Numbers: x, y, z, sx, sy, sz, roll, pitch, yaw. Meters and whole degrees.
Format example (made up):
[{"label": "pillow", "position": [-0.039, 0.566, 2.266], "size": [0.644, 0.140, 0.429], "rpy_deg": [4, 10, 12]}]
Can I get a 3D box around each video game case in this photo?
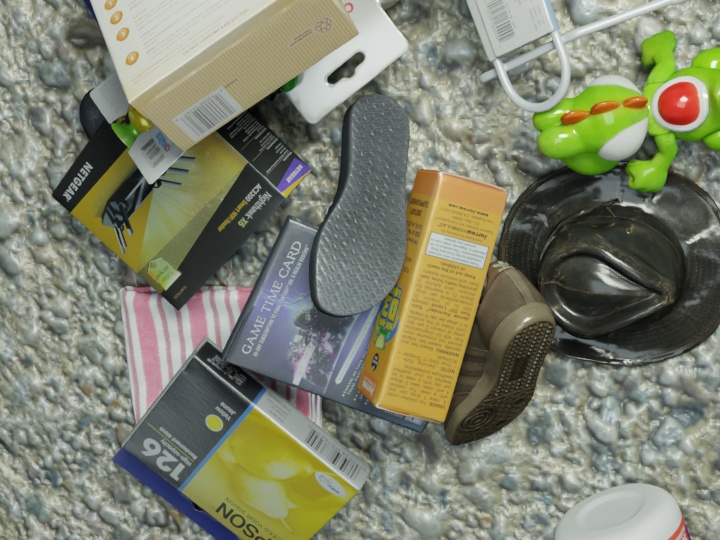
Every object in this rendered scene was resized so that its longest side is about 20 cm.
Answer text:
[{"label": "video game case", "position": [-0.002, 0.051, 1.020], "size": [0.199, 0.019, 0.143], "rpy_deg": [22, 109, -15]}]

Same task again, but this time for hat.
[{"label": "hat", "position": [0.207, 0.004, 0.957], "size": [0.200, 0.081, 0.202], "rpy_deg": [4, 107, 14]}]

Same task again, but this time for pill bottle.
[{"label": "pill bottle", "position": [0.253, 0.296, 1.018], "size": [0.112, 0.112, 0.201], "rpy_deg": [-20, 101, 21]}]

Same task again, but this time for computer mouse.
[{"label": "computer mouse", "position": [-0.186, -0.086, 1.068], "size": [0.200, 0.034, 0.059], "rpy_deg": [46, 112, -2]}]

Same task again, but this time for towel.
[{"label": "towel", "position": [-0.135, 0.087, 1.110], "size": [0.199, 0.030, 0.147], "rpy_deg": [1, 106, 16]}]

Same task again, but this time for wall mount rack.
[{"label": "wall mount rack", "position": [0.145, -0.229, 0.877], "size": [0.173, 0.074, 0.201], "rpy_deg": [-19, 92, 44]}]

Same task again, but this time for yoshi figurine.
[{"label": "yoshi figurine", "position": [0.234, -0.121, 0.914], "size": [0.199, 0.113, 0.112], "rpy_deg": [-8, 134, 5]}]

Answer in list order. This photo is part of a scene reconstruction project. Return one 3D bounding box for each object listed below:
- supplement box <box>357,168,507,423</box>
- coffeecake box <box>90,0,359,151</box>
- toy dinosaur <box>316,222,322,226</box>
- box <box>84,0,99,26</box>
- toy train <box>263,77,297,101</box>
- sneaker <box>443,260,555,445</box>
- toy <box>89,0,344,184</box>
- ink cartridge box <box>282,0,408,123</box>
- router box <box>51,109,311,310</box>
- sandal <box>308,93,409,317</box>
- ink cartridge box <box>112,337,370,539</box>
[{"label": "supplement box", "position": [0.058, 0.020, 0.968], "size": [0.068, 0.067, 0.201], "rpy_deg": [13, 93, -16]}, {"label": "coffeecake box", "position": [-0.113, -0.212, 0.842], "size": [0.153, 0.073, 0.200], "rpy_deg": [-32, 56, 10]}, {"label": "toy dinosaur", "position": [0.000, 0.000, 1.039], "size": [0.200, 0.058, 0.101], "rpy_deg": [-39, 112, 10]}, {"label": "box", "position": [-0.178, -0.219, 0.991], "size": [0.121, 0.032, 0.200], "rpy_deg": [-16, 108, 50]}, {"label": "toy train", "position": [-0.044, -0.227, 0.907], "size": [0.056, 0.042, 0.200], "rpy_deg": [35, 113, 15]}, {"label": "sneaker", "position": [0.113, 0.073, 1.007], "size": [0.200, 0.070, 0.076], "rpy_deg": [112, 143, -47]}, {"label": "toy", "position": [-0.103, -0.161, 0.887], "size": [0.200, 0.047, 0.115], "rpy_deg": [-40, 57, 4]}, {"label": "ink cartridge box", "position": [-0.051, -0.235, 0.964], "size": [0.116, 0.067, 0.200], "rpy_deg": [-34, 94, 23]}, {"label": "router box", "position": [-0.159, -0.076, 1.008], "size": [0.157, 0.052, 0.200], "rpy_deg": [42, 133, -6]}, {"label": "sandal", "position": [0.003, -0.049, 0.970], "size": [0.076, 0.201, 0.043], "rpy_deg": [21, 155, -17]}, {"label": "ink cartridge box", "position": [-0.124, 0.192, 1.109], "size": [0.197, 0.047, 0.200], "rpy_deg": [38, 120, -4]}]
